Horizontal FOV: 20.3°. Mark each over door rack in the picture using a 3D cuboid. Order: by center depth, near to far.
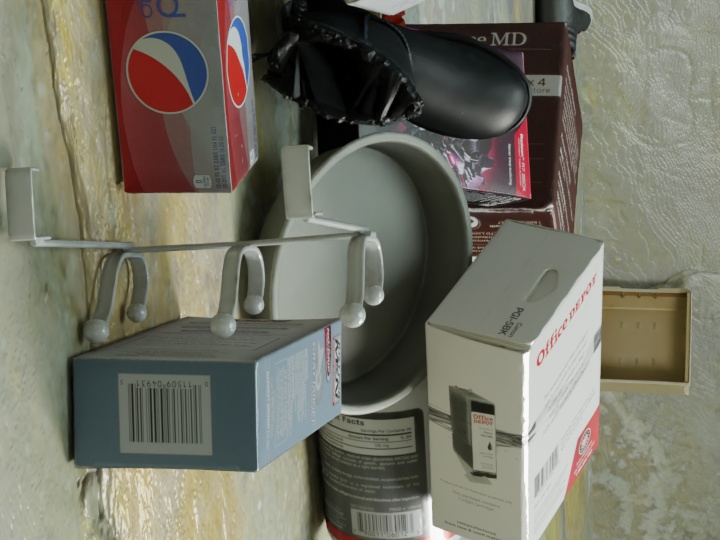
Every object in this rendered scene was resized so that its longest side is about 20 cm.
[{"bbox_3d":[-0.076,-0.004,0.996,0.200,0.148,0.067,48,39,-74],"label":"over door rack"}]

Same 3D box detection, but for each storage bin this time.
[{"bbox_3d":[0.509,0.124,3.693,0.094,0.200,0.199,62,31,-69],"label":"storage bin"}]

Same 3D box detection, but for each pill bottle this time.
[{"bbox_3d":[0.023,0.114,1.555,0.116,0.116,0.200,-64,153,-64],"label":"pill bottle"}]

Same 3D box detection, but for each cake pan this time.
[{"bbox_3d":[0.000,0.000,1.405,0.200,0.037,0.200,-14,110,-43],"label":"cake pan"}]

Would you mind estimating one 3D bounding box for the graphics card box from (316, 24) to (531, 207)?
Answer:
[{"bbox_3d":[0.051,-0.121,1.568,0.200,0.051,0.126,6,79,-43],"label":"graphics card box"}]

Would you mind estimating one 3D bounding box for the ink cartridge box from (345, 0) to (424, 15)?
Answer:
[{"bbox_3d":[0.007,-0.279,1.348,0.200,0.084,0.176,67,12,1],"label":"ink cartridge box"}]

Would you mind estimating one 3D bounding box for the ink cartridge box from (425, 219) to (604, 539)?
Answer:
[{"bbox_3d":[0.116,0.085,1.485,0.147,0.083,0.200,-49,146,-45],"label":"ink cartridge box"}]

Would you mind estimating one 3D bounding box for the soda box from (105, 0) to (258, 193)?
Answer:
[{"bbox_3d":[-0.098,-0.144,1.075,0.070,0.063,0.200,-61,149,-68],"label":"soda box"}]

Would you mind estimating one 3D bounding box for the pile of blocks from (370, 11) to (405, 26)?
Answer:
[{"bbox_3d":[0.015,-0.140,1.623,0.082,0.062,0.200,58,35,-69],"label":"pile of blocks"}]

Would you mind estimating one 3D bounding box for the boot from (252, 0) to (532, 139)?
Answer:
[{"bbox_3d":[0.025,-0.132,1.374,0.162,0.198,0.073,-82,-165,-76],"label":"boot"}]

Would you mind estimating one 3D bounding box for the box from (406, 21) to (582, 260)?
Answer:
[{"bbox_3d":[0.109,-0.098,1.824,0.164,0.166,0.200,69,24,-59],"label":"box"}]

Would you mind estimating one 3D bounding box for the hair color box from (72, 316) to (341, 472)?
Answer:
[{"bbox_3d":[-0.078,0.064,1.100,0.200,0.099,0.061,-24,114,-77],"label":"hair color box"}]

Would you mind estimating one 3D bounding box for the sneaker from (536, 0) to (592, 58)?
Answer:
[{"bbox_3d":[0.297,-0.352,2.969,0.200,0.071,0.099,18,75,-72],"label":"sneaker"}]
